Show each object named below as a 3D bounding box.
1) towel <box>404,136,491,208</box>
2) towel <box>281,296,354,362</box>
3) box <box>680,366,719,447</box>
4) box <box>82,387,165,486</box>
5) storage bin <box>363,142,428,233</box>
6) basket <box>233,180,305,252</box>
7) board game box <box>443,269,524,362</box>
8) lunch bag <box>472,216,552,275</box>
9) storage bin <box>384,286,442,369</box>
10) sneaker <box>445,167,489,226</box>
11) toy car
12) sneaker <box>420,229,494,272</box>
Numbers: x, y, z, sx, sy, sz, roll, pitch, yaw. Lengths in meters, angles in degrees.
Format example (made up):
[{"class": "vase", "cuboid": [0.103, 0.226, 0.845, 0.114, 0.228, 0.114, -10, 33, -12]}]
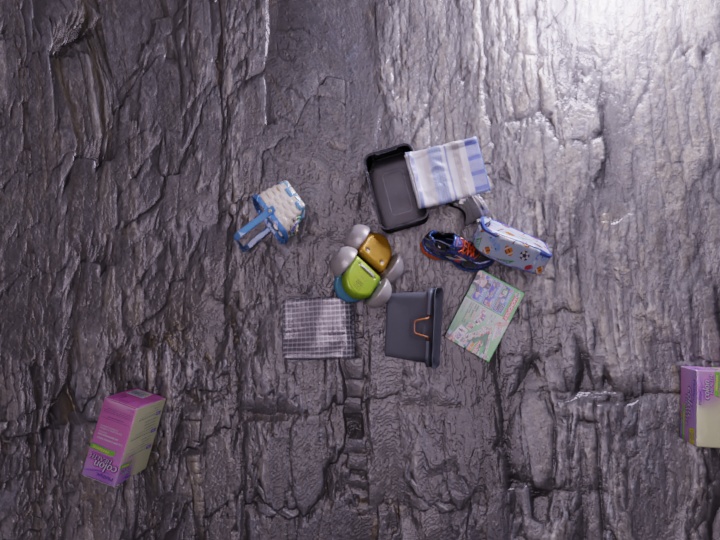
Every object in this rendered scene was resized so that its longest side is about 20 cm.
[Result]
[{"class": "towel", "cuboid": [0.218, -0.247, 1.585, 0.196, 0.024, 0.150, -14, 86, -4]}, {"class": "towel", "cuboid": [-0.115, 0.153, 1.653, 0.195, 0.086, 0.170, -4, 86, 6]}, {"class": "box", "cuboid": [0.888, 0.329, 1.518, 0.195, 0.097, 0.180, 1, 87, 6]}, {"class": "box", "cuboid": [-0.613, 0.428, 1.649, 0.095, 0.176, 0.204, 16, 90, 6]}, {"class": "storage bin", "cuboid": [0.094, -0.211, 1.643, 0.132, 0.094, 0.204, -15, 85, 6]}, {"class": "basket", "cuboid": [-0.239, -0.128, 1.635, 0.198, 0.176, 0.140, -35, 88, -8]}, {"class": "board game box", "cuboid": [0.319, 0.116, 1.634, 0.133, 0.029, 0.203, 29, 90, 6]}, {"class": "lunch bag", "cuboid": [0.371, -0.067, 1.574, 0.197, 0.161, 0.077, 24, 110, 1]}, {"class": "storage bin", "cuboid": [0.132, 0.143, 1.606, 0.131, 0.145, 0.205, 1, 87, 16]}, {"class": "sneaker", "cuboid": [0.244, -0.205, 1.634, 0.082, 0.075, 0.201, -39, 84, 2]}, {"class": "toy car", "cuboid": [0.000, 0.000, 1.609, 0.175, 0.149, 0.202, 41, 50, -14]}, {"class": "sneaker", "cuboid": [0.250, -0.053, 1.615, 0.196, 0.079, 0.077, 12, 67, 6]}]
